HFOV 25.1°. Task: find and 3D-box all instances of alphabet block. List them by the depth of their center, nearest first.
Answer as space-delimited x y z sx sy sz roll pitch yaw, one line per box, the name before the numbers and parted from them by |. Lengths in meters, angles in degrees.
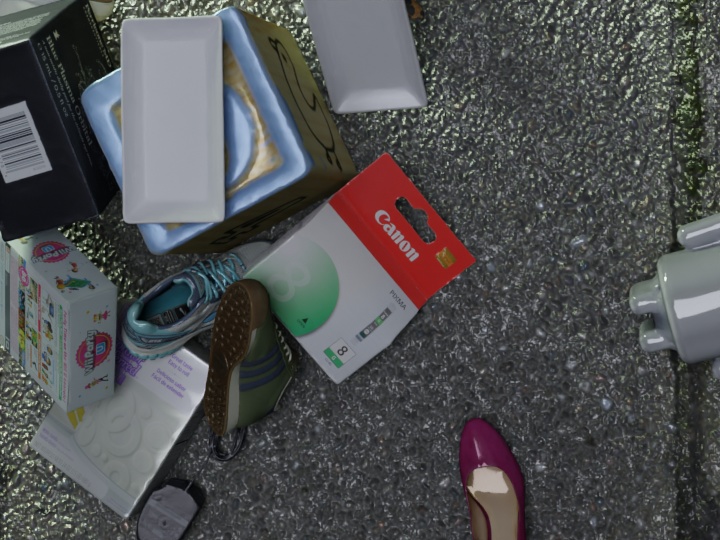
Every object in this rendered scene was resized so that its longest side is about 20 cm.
alphabet block | -0.144 -0.140 1.696 0.195 0.200 0.197 -25 86 13

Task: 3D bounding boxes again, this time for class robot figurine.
robot figurine | 0.372 0.025 1.620 0.198 0.113 0.171 -14 103 13

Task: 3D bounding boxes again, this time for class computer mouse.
computer mouse | -0.186 0.230 1.805 0.058 0.034 0.201 34 92 -1

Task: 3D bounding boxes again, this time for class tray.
tray | -0.182 -0.147 1.591 0.106 0.022 0.202 0 92 14
tray | 0.003 -0.255 1.689 0.106 0.022 0.201 -2 130 17

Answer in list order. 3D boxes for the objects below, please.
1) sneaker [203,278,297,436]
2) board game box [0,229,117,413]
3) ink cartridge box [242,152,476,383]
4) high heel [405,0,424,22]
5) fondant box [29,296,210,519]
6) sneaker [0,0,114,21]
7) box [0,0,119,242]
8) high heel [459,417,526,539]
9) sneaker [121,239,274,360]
sneaker | -0.108 0.085 1.722 0.067 0.089 0.201 48 137 38
board game box | -0.343 0.035 1.748 0.200 0.064 0.149 40 135 37
ink cartridge box | 0.000 0.000 1.716 0.199 0.050 0.161 -38 105 13
high heel | 0.007 -0.359 1.720 0.199 0.071 0.143 31 100 16
fondant box | -0.257 0.152 1.802 0.144 0.058 0.201 34 97 11
sneaker | -0.370 -0.289 1.822 0.198 0.073 0.085 10 114 13
box | -0.334 -0.167 1.712 0.116 0.200 0.198 -14 110 13
high heel | 0.141 0.256 1.689 0.067 0.096 0.202 -18 87 13
sneaker | -0.165 0.026 1.736 0.199 0.086 0.078 -32 74 -15
